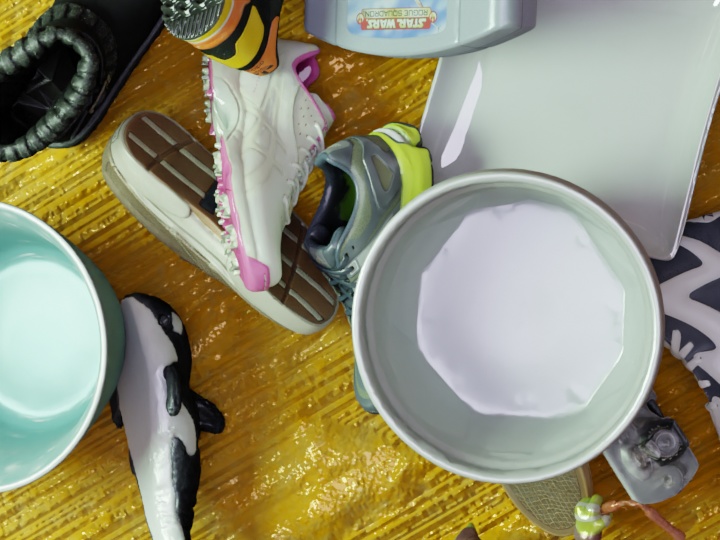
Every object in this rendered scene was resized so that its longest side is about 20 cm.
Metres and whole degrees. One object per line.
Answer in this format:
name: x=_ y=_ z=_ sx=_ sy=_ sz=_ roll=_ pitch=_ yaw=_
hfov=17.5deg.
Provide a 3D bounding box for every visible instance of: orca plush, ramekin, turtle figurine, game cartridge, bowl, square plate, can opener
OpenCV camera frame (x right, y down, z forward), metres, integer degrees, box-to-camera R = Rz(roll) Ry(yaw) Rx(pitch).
orca plush: x=-0.119 y=0.113 z=1.639 sx=0.071 sy=0.105 sz=0.200 roll=-4 pitch=64 yaw=-30
ramekin: x=0.100 y=0.030 z=1.519 sx=0.200 sy=0.105 sz=0.201 roll=1 pitch=97 yaw=10
turtle figurine: x=0.145 y=0.231 z=1.597 sx=0.161 sy=0.064 sz=0.200 roll=5 pitch=133 yaw=24
game cartridge: x=0.036 y=-0.209 z=1.565 sx=0.200 sy=0.041 sz=0.134 roll=5 pitch=91 yaw=46
bowl: x=-0.242 y=0.049 z=1.623 sx=0.200 sy=0.105 sz=0.201 roll=1 pitch=93 yaw=22
square plate: x=0.148 y=-0.125 z=1.597 sx=0.200 sy=0.028 sz=0.199 roll=16 pitch=91 yaw=19
can opener: x=0.161 y=0.071 z=1.605 sx=0.053 sy=0.067 sz=0.200 roll=-32 pitch=86 yaw=-6

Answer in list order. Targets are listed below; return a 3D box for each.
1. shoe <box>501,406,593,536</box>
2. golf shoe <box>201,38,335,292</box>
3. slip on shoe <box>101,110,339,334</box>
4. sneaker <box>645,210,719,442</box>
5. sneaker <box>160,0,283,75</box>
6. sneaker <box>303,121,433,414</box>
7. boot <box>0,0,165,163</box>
shoe: x=0.113 y=0.086 z=1.615 sx=0.070 sy=0.053 sz=0.200 roll=-26 pitch=88 yaw=34
golf shoe: x=-0.059 y=-0.080 z=1.594 sx=0.091 sy=0.075 sz=0.200 roll=-4 pitch=64 yaw=-6
slip on shoe: x=-0.101 y=-0.026 z=1.639 sx=0.200 sy=0.076 sz=0.061 roll=40 pitch=139 yaw=-6
sneaker: x=0.225 y=0.055 z=1.591 sx=0.129 sy=0.079 sz=0.200 roll=3 pitch=94 yaw=9
sneaker: x=-0.085 y=-0.223 z=1.610 sx=0.070 sy=0.090 sz=0.200 roll=-19 pitch=53 yaw=33
sneaker: x=0.000 y=0.000 z=1.601 sx=0.081 sy=0.074 sz=0.201 roll=-6 pitch=96 yaw=-35
boot: x=-0.187 y=-0.169 z=1.589 sx=0.079 sy=0.158 sz=0.211 roll=25 pitch=96 yaw=5
